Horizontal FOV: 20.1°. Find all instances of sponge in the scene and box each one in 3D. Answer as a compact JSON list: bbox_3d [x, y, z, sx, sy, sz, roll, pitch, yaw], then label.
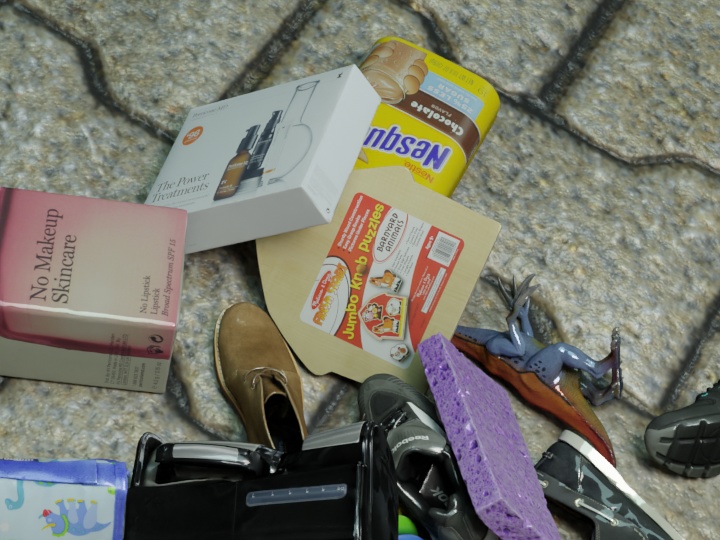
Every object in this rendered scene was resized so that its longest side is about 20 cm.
[{"bbox_3d":[0.109,0.149,1.696,0.030,0.112,0.200,-34,41,15],"label":"sponge"}]

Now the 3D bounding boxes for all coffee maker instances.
[{"bbox_3d":[-0.074,0.218,1.592,0.199,0.135,0.193,-5,80,16],"label":"coffee maker"}]

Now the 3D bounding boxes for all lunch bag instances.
[{"bbox_3d":[-0.266,0.200,1.545,0.169,0.200,0.128,2,55,-10],"label":"lunch bag"}]

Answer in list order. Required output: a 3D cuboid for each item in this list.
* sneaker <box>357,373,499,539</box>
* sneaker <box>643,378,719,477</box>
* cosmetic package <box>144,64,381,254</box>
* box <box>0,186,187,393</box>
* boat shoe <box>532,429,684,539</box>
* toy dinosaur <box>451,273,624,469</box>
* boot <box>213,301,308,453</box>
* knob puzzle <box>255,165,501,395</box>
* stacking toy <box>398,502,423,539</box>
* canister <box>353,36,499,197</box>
[{"bbox_3d":[0.048,0.150,1.690,0.066,0.091,0.200,-33,53,2],"label":"sneaker"},{"bbox_3d":[0.334,0.130,1.813,0.199,0.076,0.079,-6,43,-23],"label":"sneaker"},{"bbox_3d":[-0.092,-0.096,1.807,0.199,0.052,0.151,-12,40,36],"label":"cosmetic package"},{"bbox_3d":[-0.253,0.015,1.733,0.199,0.109,0.128,7,55,-8],"label":"box"},{"bbox_3d":[0.224,0.226,1.721,0.068,0.072,0.200,-43,73,-13],"label":"boat shoe"},{"bbox_3d":[0.139,0.075,1.794,0.180,0.105,0.201,1,64,11],"label":"toy dinosaur"},{"bbox_3d":[-0.077,0.100,1.734,0.073,0.076,0.201,-8,57,-15],"label":"boot"},{"bbox_3d":[0.000,0.000,1.796,0.218,0.030,0.221,0,88,9],"label":"knob puzzle"},{"bbox_3d":[0.014,0.223,1.672,0.085,0.086,0.200,-14,52,-21],"label":"stacking toy"},{"bbox_3d":[0.030,-0.113,1.899,0.148,0.087,0.200,26,53,7],"label":"canister"}]
